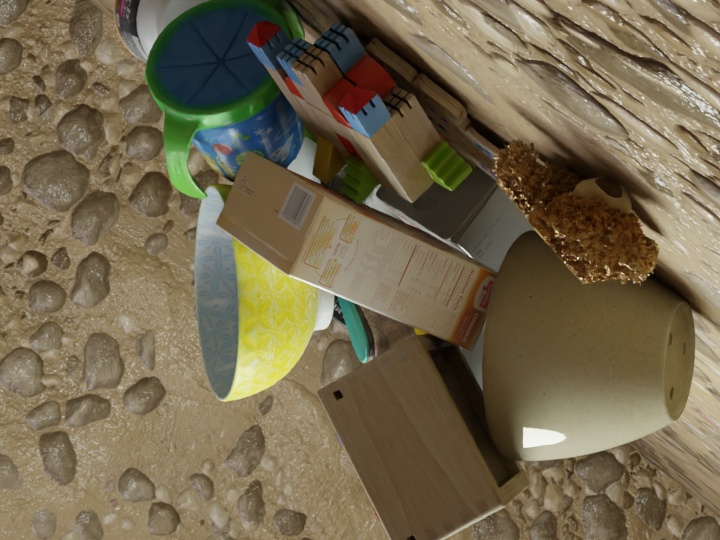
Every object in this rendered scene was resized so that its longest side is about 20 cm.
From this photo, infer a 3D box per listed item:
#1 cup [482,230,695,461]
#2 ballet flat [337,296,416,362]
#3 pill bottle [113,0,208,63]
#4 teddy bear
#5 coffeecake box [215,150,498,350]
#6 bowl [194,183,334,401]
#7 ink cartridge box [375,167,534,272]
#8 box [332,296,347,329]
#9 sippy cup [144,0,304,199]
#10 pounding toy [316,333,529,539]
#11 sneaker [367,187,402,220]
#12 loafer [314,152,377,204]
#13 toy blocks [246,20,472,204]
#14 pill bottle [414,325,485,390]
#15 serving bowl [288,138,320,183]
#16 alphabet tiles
[{"bbox_3d":[0.206,0.071,1.354,0.142,0.203,0.200,5,163,26],"label":"cup"},{"bbox_3d":[0.000,0.000,1.508,0.068,0.067,0.202,109,143,-59],"label":"ballet flat"},{"bbox_3d":[-0.174,-0.251,1.571,0.116,0.117,0.200,39,178,-23],"label":"pill bottle"},{"bbox_3d":[0.162,-0.042,1.158,0.145,0.067,0.200,47,-174,11],"label":"teddy bear"},{"bbox_3d":[-0.001,-0.017,1.346,0.199,0.074,0.153,23,-175,-33],"label":"coffeecake box"},{"bbox_3d":[-0.086,0.017,1.477,0.106,0.203,0.200,-3,-168,-17],"label":"bowl"},{"bbox_3d":[0.129,-0.029,1.525,0.200,0.086,0.146,42,176,-38],"label":"ink cartridge box"},{"bbox_3d":[0.076,0.007,1.689,0.160,0.201,0.044,37,179,-12],"label":"box"},{"bbox_3d":[-0.110,-0.152,1.418,0.140,0.177,0.131,56,173,36],"label":"sippy cup"},{"bbox_3d":[0.052,0.169,1.386,0.186,0.141,0.200,62,-168,7],"label":"pounding toy"},{"bbox_3d":[0.030,-0.060,1.620,0.076,0.080,0.202,19,-127,-51],"label":"sneaker"},{"bbox_3d":[-0.012,-0.100,1.538,0.069,0.070,0.200,36,154,-1],"label":"loafer"},{"bbox_3d":[-0.012,-0.141,1.272,0.200,0.100,0.137,35,166,50],"label":"toy blocks"},{"bbox_3d":[0.111,0.082,1.548,0.111,0.111,0.200,38,178,-11],"label":"pill bottle"},{"bbox_3d":[-0.056,-0.150,1.691,0.200,0.065,0.202,-18,-90,-87],"label":"serving bowl"},{"bbox_3d":[0.057,-0.139,1.350,0.195,0.015,0.200,38,178,12],"label":"alphabet tiles"}]
